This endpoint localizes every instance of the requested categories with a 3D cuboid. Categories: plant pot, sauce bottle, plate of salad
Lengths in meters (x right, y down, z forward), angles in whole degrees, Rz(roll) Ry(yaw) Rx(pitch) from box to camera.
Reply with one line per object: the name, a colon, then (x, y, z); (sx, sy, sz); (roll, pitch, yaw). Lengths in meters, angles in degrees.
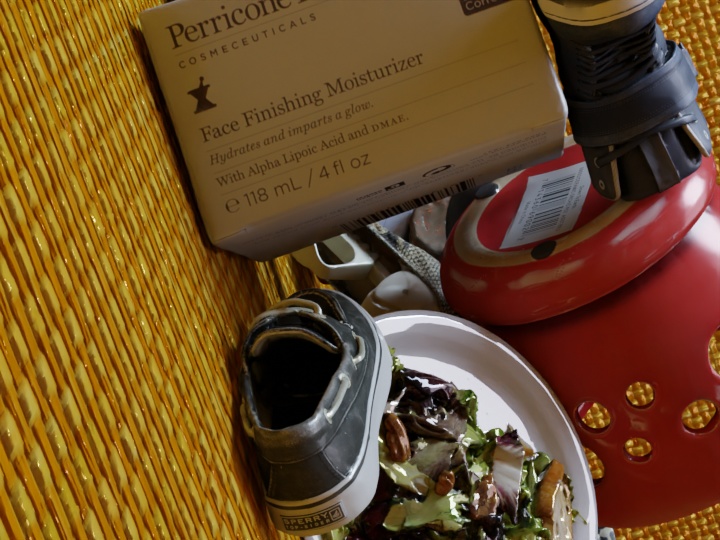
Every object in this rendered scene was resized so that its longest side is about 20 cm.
plant pot: (0.161, 0.023, 1.218); (0.183, 0.200, 0.201); (59, 8, -25)
sauce bottle: (0.076, 0.017, 1.463); (0.200, 0.066, 0.066); (77, -3, -57)
plate of salad: (0.053, 0.113, 1.080); (0.048, 0.200, 0.200); (-31, -106, 51)

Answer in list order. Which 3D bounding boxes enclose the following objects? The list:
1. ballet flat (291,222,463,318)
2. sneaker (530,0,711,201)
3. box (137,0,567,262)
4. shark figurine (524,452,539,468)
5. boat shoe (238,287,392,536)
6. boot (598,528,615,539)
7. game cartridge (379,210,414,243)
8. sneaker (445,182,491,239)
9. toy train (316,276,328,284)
ballet flat: (0.000, 0.000, 1.297); (0.200, 0.068, 0.075); (43, 25, 16)
sneaker: (0.143, -0.103, 1.075); (0.202, 0.077, 0.146); (-94, 162, -77)
box: (0.003, -0.100, 1.133); (0.200, 0.199, 0.131); (26, 44, -84)
shark figurine: (0.000, 0.104, 1.214); (0.214, 0.128, 0.090); (23, -77, 60)
boat shoe: (-0.024, 0.048, 0.997); (0.200, 0.071, 0.064); (-97, 169, -64)
boot: (0.104, 0.186, 1.508); (0.073, 0.153, 0.204); (58, 14, -74)
game cartridge: (0.025, 0.008, 1.457); (0.133, 0.041, 0.200); (68, 38, -67)
sneaker: (0.095, 0.034, 1.337); (0.091, 0.076, 0.200); (-77, 159, -61)
toy train: (-0.031, -0.078, 1.510); (0.116, 0.085, 0.200); (61, 0, 22)
